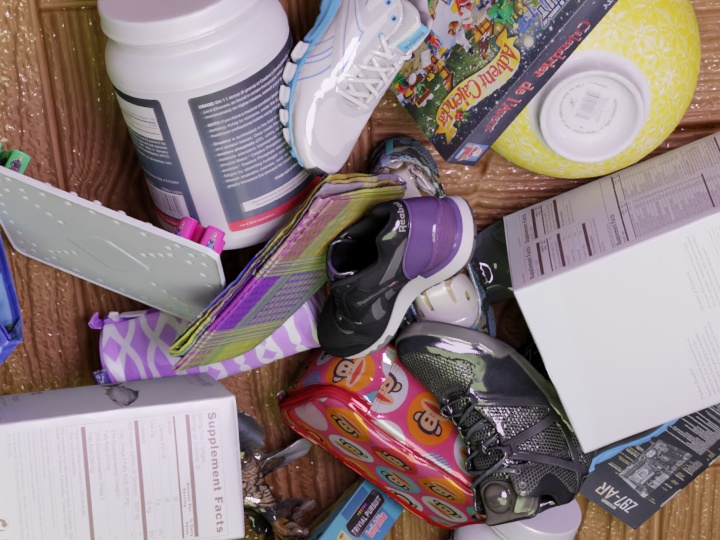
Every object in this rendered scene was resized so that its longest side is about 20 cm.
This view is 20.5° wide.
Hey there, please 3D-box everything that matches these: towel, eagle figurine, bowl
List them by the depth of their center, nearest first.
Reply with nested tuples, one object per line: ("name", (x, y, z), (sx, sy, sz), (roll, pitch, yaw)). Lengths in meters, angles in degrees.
("towel", (-0.054, -0.002, 1.518), (0.023, 0.144, 0.200), (48, 113, 14))
("bowl", (0.171, -0.143, 1.525), (0.199, 0.108, 0.201), (-2, 123, -3))
("eagle figurine", (-0.139, 0.180, 1.706), (0.200, 0.151, 0.152), (34, 98, -8))

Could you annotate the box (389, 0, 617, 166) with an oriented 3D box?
("box", (0.098, -0.196, 1.472), (0.038, 0.137, 0.200), (4, 133, -52))

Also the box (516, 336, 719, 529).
("box", (0.223, 0.121, 1.742), (0.200, 0.044, 0.160), (34, 116, -23))

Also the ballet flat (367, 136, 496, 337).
("ballet flat", (0.053, -0.008, 1.588), (0.074, 0.074, 0.201), (-22, 97, 12))

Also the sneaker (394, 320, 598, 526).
("sneaker", (0.101, 0.125, 1.576), (0.199, 0.114, 0.076), (39, 143, -21))

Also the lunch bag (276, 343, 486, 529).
("lunch bag", (0.032, 0.138, 1.687), (0.200, 0.082, 0.176), (36, 159, -13))

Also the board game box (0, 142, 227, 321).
("board game box", (-0.189, -0.023, 1.532), (0.199, 0.026, 0.200), (22, 162, 8))

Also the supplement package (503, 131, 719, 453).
("supplement package", (0.232, 0.012, 1.537), (0.199, 0.151, 0.152), (-21, 112, 10))

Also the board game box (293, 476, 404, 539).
("board game box", (-0.042, 0.258, 1.727), (0.047, 0.200, 0.151), (45, 113, 1))

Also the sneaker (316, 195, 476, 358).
("sneaker", (0.000, 0.000, 1.525), (0.087, 0.076, 0.200), (4, 147, -31))

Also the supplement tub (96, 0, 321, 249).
("supplement tub", (-0.110, -0.130, 1.498), (0.140, 0.141, 0.201), (-12, 124, 5))

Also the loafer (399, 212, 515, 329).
("loafer", (0.115, -0.006, 1.653), (0.199, 0.063, 0.072), (-20, 93, 5))

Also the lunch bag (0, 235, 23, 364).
("lunch bag", (-0.341, 0.032, 1.553), (0.150, 0.200, 0.094), (-37, 154, 20))

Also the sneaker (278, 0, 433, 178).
("sneaker", (0.006, -0.163, 1.451), (0.075, 0.086, 0.201), (25, 80, -47))

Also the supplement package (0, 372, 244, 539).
("supplement package", (-0.201, 0.155, 1.560), (0.199, 0.117, 0.118), (-6, 97, -15))

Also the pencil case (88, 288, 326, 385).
("pencil case", (-0.123, 0.048, 1.656), (0.199, 0.084, 0.086), (-17, 102, 6))

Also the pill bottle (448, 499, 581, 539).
("pill bottle", (0.124, 0.282, 1.803), (0.112, 0.112, 0.200), (14, 122, -12))

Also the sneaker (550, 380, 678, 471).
("sneaker", (0.203, 0.108, 1.663), (0.199, 0.071, 0.083), (-37, 124, 23))
